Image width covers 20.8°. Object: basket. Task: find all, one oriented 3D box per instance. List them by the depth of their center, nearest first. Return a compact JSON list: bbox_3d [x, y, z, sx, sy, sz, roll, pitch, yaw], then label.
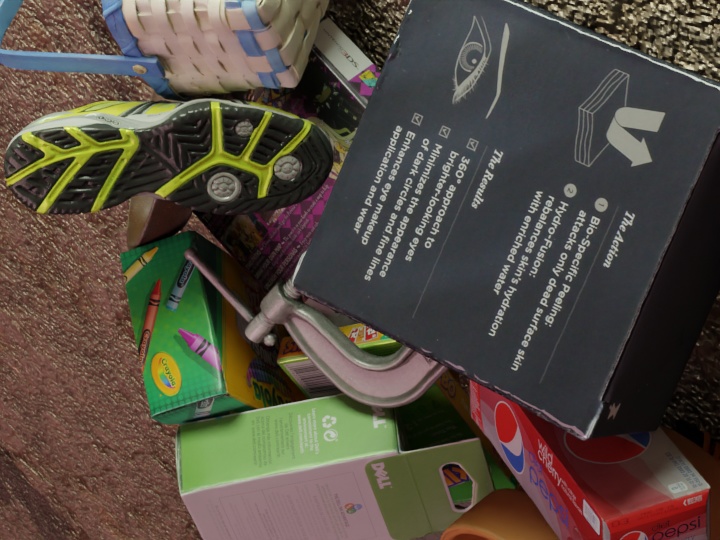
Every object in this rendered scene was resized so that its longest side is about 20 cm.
[{"bbox_3d":[-0.116,-0.188,1.203,0.200,0.176,0.139,13,157,20],"label":"basket"}]

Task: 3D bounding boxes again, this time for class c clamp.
[{"bbox_3d":[0.000,0.000,1.229,0.171,0.027,0.200,50,121,1],"label":"c clamp"}]

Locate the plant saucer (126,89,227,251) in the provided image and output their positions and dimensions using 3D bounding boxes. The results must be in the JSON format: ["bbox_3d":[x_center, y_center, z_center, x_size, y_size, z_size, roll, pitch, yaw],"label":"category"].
[{"bbox_3d":[-0.121,-0.107,1.347,0.034,0.200,0.200,13,154,-14],"label":"plant saucer"}]

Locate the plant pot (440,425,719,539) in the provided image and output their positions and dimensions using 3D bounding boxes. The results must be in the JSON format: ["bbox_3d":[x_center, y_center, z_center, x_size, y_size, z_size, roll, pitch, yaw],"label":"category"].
[{"bbox_3d":[0.168,0.188,1.228,0.200,0.140,0.200,40,159,19],"label":"plant pot"}]

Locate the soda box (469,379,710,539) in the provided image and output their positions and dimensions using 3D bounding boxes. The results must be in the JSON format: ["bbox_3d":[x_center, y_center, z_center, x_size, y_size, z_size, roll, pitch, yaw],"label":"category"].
[{"bbox_3d":[0.131,0.104,1.150,0.200,0.070,0.063,-125,24,-55],"label":"soda box"}]

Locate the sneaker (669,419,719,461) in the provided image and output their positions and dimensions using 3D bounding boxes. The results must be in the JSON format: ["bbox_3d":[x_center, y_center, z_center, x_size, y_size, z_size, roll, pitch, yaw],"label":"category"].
[{"bbox_3d":[0.241,0.135,1.271,0.112,0.078,0.200,36,149,14],"label":"sneaker"}]

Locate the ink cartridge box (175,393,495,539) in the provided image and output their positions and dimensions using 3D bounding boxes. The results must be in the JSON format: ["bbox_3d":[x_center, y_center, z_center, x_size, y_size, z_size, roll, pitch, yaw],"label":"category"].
[{"bbox_3d":[-0.013,0.136,1.310,0.200,0.059,0.104,-12,138,6],"label":"ink cartridge box"}]

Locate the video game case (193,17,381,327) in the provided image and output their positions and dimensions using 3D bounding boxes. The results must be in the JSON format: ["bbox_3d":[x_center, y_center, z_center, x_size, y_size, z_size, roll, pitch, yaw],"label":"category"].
[{"bbox_3d":[-0.010,-0.038,1.289,0.181,0.036,0.200,46,138,6],"label":"video game case"}]

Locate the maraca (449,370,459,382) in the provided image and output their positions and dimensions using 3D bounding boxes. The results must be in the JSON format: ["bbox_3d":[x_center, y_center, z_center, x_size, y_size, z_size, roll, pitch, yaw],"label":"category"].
[{"bbox_3d":[0.019,0.060,1.423,0.137,0.107,0.200,52,155,24],"label":"maraca"}]

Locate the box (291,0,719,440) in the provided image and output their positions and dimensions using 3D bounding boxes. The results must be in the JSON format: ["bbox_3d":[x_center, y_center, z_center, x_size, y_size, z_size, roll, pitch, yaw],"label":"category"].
[{"bbox_3d":[0.100,-0.037,1.086,0.200,0.197,0.117,27,-170,26],"label":"box"}]

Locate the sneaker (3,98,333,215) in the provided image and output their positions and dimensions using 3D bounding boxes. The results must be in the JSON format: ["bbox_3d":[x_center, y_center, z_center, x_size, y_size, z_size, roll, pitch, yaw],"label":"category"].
[{"bbox_3d":[-0.117,-0.080,1.211,0.200,0.076,0.075,2,114,-5],"label":"sneaker"}]

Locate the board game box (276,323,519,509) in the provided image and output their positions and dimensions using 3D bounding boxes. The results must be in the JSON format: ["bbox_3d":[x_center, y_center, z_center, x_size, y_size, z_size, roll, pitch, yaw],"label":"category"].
[{"bbox_3d":[0.033,0.105,1.341,0.096,0.030,0.200,-11,134,27],"label":"board game box"}]

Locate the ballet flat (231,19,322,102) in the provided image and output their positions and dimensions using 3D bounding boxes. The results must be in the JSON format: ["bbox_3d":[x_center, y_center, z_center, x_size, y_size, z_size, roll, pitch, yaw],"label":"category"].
[{"bbox_3d":[-0.058,-0.118,1.342,0.071,0.065,0.200,32,147,33],"label":"ballet flat"}]

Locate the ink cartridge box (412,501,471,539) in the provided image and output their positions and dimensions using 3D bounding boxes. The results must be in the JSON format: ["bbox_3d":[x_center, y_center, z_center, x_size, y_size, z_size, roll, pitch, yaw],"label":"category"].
[{"bbox_3d":[0.066,0.213,1.464,0.160,0.200,0.047,36,152,16],"label":"ink cartridge box"}]

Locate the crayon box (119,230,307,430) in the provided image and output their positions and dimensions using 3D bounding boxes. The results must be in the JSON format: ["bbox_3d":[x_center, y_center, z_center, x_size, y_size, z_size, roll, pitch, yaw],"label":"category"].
[{"bbox_3d":[-0.095,0.058,1.378,0.200,0.058,0.119,40,-145,-68],"label":"crayon box"}]
